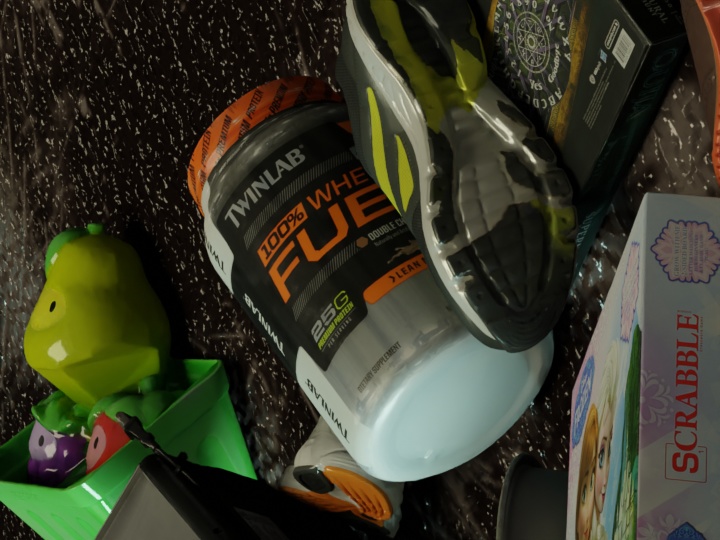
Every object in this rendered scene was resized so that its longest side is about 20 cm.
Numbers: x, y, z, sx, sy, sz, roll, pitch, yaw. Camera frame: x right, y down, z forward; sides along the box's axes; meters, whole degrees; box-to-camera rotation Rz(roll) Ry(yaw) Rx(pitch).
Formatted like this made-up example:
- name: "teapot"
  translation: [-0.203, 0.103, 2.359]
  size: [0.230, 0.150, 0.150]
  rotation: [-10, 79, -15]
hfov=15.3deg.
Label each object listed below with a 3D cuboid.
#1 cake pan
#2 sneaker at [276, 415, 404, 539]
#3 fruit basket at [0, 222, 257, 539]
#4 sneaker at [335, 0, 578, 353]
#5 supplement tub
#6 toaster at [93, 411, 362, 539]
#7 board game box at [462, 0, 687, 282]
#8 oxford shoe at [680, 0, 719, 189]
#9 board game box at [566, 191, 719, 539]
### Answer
- name: "cake pan"
  translation: [0.104, 0.186, 1.279]
  size: [0.200, 0.036, 0.202]
  rotation: [-8, -90, -75]
- name: "sneaker"
  translation: [0.006, 0.094, 1.499]
  size: [0.075, 0.093, 0.200]
  rotation: [25, 168, -2]
- name: "fruit basket"
  translation: [-0.173, 0.083, 1.745]
  size: [0.215, 0.155, 0.216]
  rotation: [40, 154, 24]
- name: "sneaker"
  translation: [0.044, -0.050, 1.270]
  size: [0.085, 0.074, 0.201]
  rotation: [119, 135, -64]
- name: "supplement tub"
  translation: [0.000, 0.000, 1.376]
  size: [0.200, 0.122, 0.123]
  rotation: [51, 147, 31]
- name: "toaster"
  translation: [-0.058, 0.199, 1.533]
  size: [0.119, 0.180, 0.200]
  rotation: [-55, 48, 10]
- name: "board game box"
  translation: [0.081, -0.095, 1.264]
  size: [0.136, 0.028, 0.201]
  rotation: [57, 151, 24]
- name: "oxford shoe"
  translation: [0.168, -0.087, 1.092]
  size: [0.073, 0.071, 0.201]
  rotation: [-97, -7, -71]
- name: "board game box"
  translation: [0.117, 0.102, 1.113]
  size: [0.200, 0.041, 0.201]
  rotation: [100, 175, -63]
